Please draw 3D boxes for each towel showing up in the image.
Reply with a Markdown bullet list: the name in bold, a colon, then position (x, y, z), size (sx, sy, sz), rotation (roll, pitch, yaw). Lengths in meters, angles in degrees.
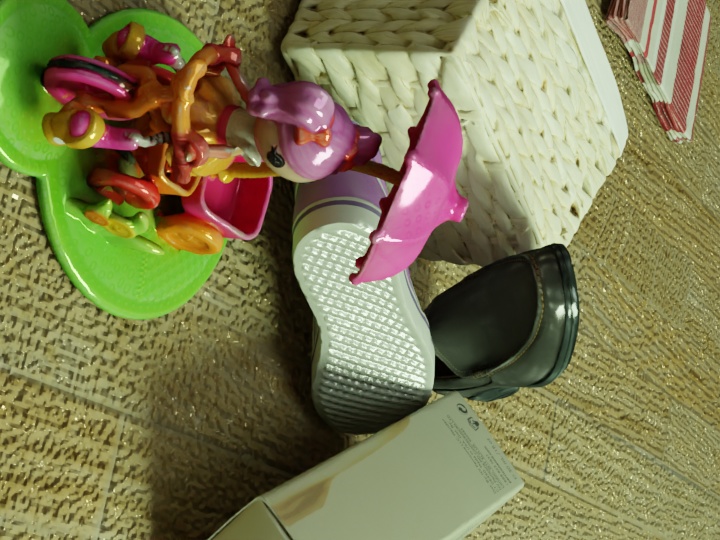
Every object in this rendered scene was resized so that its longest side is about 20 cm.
- **towel**: position (0.260, -0.219, 1.320), size (0.200, 0.023, 0.146), rotation (46, 52, -52)

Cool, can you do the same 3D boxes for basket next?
- **basket**: position (0.056, -0.106, 0.897), size (0.124, 0.134, 0.201), rotation (-61, 140, -29)

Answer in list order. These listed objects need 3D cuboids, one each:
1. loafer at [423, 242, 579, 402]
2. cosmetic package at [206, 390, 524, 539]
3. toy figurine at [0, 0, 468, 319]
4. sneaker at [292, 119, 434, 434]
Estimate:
- **loafer**: position (0.070, 0.037, 0.890), size (0.200, 0.071, 0.074), rotation (122, -36, -65)
- **cosmetic package**: position (-0.006, 0.143, 0.828), size (0.071, 0.105, 0.199), rotation (53, 31, 12)
- **toy figurine**: position (-0.045, -0.059, 0.687), size (0.200, 0.182, 0.152), rotation (40, 59, -51)
- **sneaker**: position (0.001, 0.000, 0.874), size (0.202, 0.072, 0.115), rotation (85, -1, -48)
